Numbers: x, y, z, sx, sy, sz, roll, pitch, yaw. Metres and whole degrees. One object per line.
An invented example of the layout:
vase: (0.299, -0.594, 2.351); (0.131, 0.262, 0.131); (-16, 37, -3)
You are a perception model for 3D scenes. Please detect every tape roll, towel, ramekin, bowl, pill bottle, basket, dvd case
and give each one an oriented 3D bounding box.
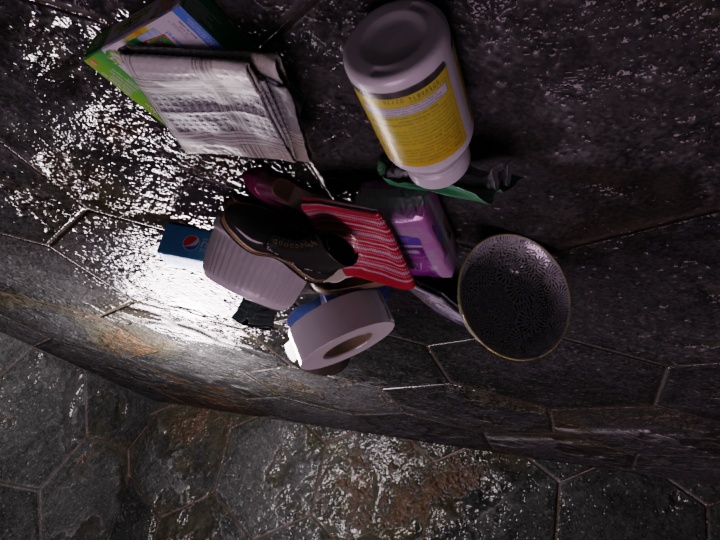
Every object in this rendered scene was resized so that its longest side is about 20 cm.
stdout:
tape roll: (-0.036, 0.114, 1.153); (0.200, 0.072, 0.203); (-23, 161, -8)
towel: (-0.167, -0.193, 0.739); (0.197, 0.035, 0.193); (7, 155, 12)
ramekin: (-0.183, -0.010, 1.070); (0.198, 0.106, 0.200); (25, -179, 0)
bowl: (0.230, 0.051, 0.981); (0.198, 0.204, 0.094); (17, 160, -11)
pill bottle: (0.064, -0.179, 0.661); (0.110, 0.113, 0.200); (2, 153, 23)
towel: (0.000, -0.038, 0.937); (0.143, 0.023, 0.201); (14, 153, 30)
basket: (-0.091, 0.160, 1.471); (0.178, 0.138, 0.200); (20, 152, -4)
dvd case: (0.155, 0.066, 1.198); (0.148, 0.016, 0.200); (27, 172, 46)

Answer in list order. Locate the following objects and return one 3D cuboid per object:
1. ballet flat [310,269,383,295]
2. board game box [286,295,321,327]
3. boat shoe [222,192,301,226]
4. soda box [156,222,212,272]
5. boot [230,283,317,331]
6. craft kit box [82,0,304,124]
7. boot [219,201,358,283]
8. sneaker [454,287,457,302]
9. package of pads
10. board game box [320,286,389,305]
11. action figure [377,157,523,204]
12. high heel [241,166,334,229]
ballet flat: (0.000, 0.000, 1.078); (0.197, 0.069, 0.072); (-12, 176, 10)
board game box: (-0.071, 0.057, 1.276); (0.198, 0.039, 0.158); (-24, 161, -6)
boat shoe: (-0.132, -0.090, 1.027); (0.198, 0.071, 0.071); (23, 117, -29)
soda box: (-0.299, -0.035, 1.214); (0.197, 0.069, 0.064); (11, 157, 3)
boot: (-0.180, 0.073, 1.314); (0.197, 0.133, 0.068); (2, 155, 22)
craft kit box: (-0.204, -0.238, 0.753); (0.195, 0.049, 0.200); (-8, 149, 34)
boot: (-0.105, -0.057, 0.915); (0.198, 0.078, 0.138); (27, 160, -21)
sneaker: (0.218, 0.047, 1.132); (0.085, 0.081, 0.201); (17, 152, 16)
package of pads: (0.076, -0.064, 0.955); (0.119, 0.077, 0.200); (6, 155, 25)
board game box: (-0.013, 0.062, 1.228); (0.133, 0.045, 0.201); (-22, 160, -13)
action figure: (0.100, -0.129, 0.798); (0.198, 0.056, 0.117); (12, -159, 38)
high heel: (-0.102, -0.111, 0.988); (0.096, 0.068, 0.200); (24, 171, 42)
